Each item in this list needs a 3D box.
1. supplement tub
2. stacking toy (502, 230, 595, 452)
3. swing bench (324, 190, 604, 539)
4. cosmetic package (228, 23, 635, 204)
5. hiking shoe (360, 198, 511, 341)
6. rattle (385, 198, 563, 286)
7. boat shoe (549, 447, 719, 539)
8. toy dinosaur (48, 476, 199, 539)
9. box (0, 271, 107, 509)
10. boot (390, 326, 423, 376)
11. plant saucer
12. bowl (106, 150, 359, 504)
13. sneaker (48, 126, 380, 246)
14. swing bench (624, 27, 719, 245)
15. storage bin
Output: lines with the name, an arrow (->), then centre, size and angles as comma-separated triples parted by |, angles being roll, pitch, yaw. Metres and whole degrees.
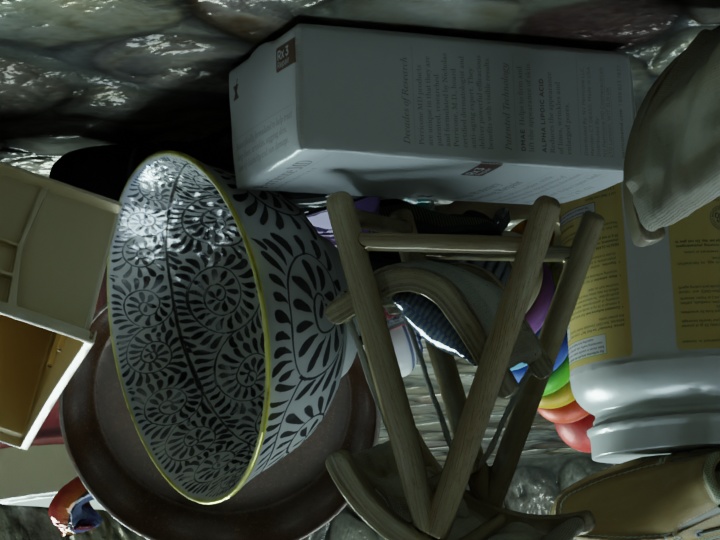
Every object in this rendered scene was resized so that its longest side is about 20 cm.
supplement tub -> 0.205, 0.020, 1.374 | 0.145, 0.200, 0.145 | -3, 170, 0
stacking toy -> 0.128, 0.060, 1.446 | 0.085, 0.085, 0.200 | -10, 140, 34
swing bench -> 0.059, 0.061, 1.171 | 0.130, 0.200, 0.199 | 1, 179, 12
cosmetic package -> 0.039, -0.080, 1.138 | 0.200, 0.074, 0.102 | 0, 170, -23
hiking shoe -> 0.000, 0.000, 1.356 | 0.200, 0.076, 0.101 | -3, -151, 7
rattle -> 0.066, -0.040, 1.485 | 0.200, 0.143, 0.130 | 17, 130, -21
boat shoe -> 0.214, 0.136, 1.306 | 0.200, 0.072, 0.076 | -11, 154, 6
toy dinosaur -> -0.121, 0.116, 1.422 | 0.181, 0.200, 0.105 | -4, 169, -11
box -> -0.188, 0.068, 1.529 | 0.109, 0.200, 0.128 | -11, 167, 32
boot -> 0.038, 0.015, 1.532 | 0.090, 0.073, 0.200 | -16, -158, -6
plant saucer -> -0.087, 0.084, 1.322 | 0.200, 0.200, 0.034 | -3, -160, 2
bowl -> -0.062, 0.026, 1.207 | 0.094, 0.201, 0.201 | -9, 174, -30
sneaker -> -0.085, -0.063, 1.271 | 0.200, 0.076, 0.088 | 6, 140, -7
swing bench -> 0.246, -0.085, 0.989 | 0.200, 0.130, 0.199 | 5, 169, -11
storage bin -> -0.263, 0.007, 1.263 | 0.199, 0.094, 0.200 | 19, 153, -12
